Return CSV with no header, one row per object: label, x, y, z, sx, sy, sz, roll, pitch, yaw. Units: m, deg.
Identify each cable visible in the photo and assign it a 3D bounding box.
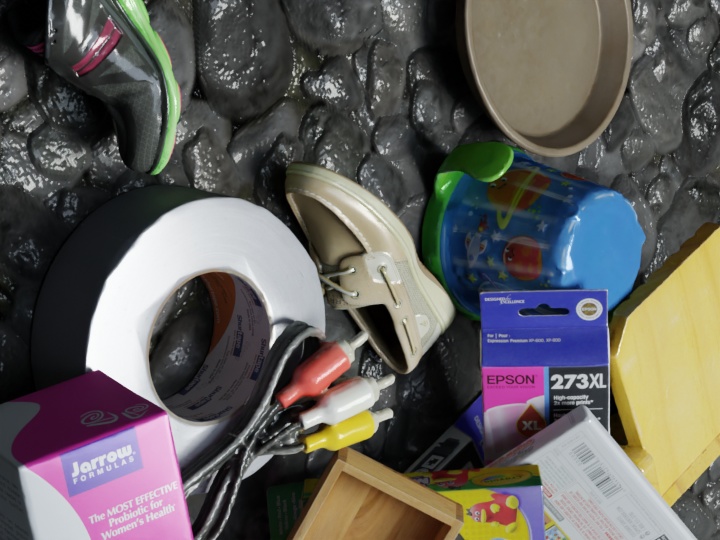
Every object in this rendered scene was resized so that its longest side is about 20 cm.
cable,-0.061,0.108,1.278,0.200,0.050,0.097,-38,121,-33

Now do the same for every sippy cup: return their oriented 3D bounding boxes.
sippy cup,0.138,-0.021,1.468,0.178,0.130,0.140,5,96,-43

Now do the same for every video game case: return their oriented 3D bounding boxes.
video game case,0.146,0.214,1.466,0.182,0.023,0.200,-34,123,11

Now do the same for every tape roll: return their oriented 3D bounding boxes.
tape roll,-0.118,0.046,1.293,0.200,0.066,0.201,-11,107,-41

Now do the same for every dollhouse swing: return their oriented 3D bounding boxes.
dollhouse swing,0.223,0.071,1.552,0.200,0.182,0.176,-41,111,-29

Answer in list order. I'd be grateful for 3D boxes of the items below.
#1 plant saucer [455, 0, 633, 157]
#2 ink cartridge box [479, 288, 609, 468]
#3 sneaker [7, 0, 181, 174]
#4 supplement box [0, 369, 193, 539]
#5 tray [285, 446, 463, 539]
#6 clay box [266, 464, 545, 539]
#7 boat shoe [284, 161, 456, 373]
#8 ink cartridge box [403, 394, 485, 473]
plant saucer,0.139,-0.187,1.487,0.200,0.029,0.200,-1,92,-45
ink cartridge box,0.138,0.105,1.440,0.037,0.095,0.200,-82,169,-59
sneaker,-0.173,-0.148,1.209,0.084,0.077,0.200,-28,115,-16
supplement box,-0.164,0.177,1.179,0.101,0.103,0.200,-20,112,-27
tray,-0.018,0.231,1.364,0.099,0.037,0.200,27,106,-6
clay box,0.034,0.206,1.398,0.200,0.048,0.115,-5,105,2
boat shoe,0.000,0.000,1.390,0.065,0.072,0.200,-56,135,-20
ink cartridge box,0.083,0.231,1.530,0.200,0.043,0.198,-43,123,-29
